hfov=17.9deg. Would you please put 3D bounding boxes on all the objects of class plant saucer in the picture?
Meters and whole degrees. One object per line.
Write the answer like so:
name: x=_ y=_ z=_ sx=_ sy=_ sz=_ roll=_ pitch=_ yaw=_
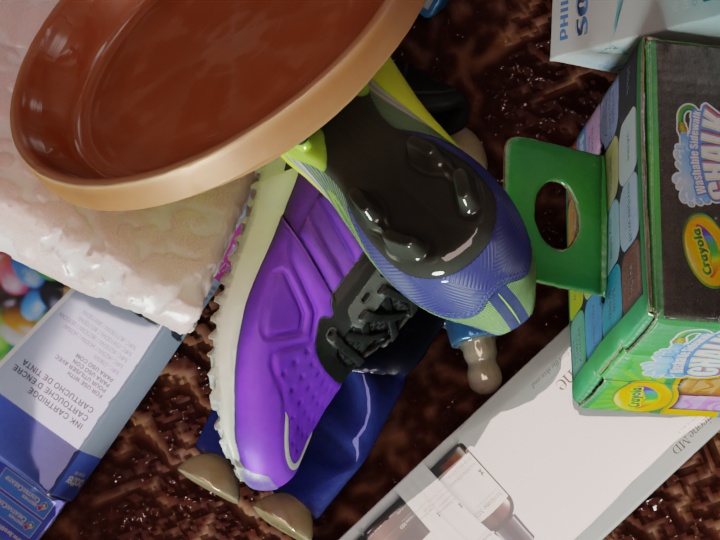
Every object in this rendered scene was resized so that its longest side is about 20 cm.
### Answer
plant saucer: x=-0.054 y=-0.100 z=0.937 sx=0.200 sy=0.200 sz=0.032 roll=-38 pitch=126 yaw=1

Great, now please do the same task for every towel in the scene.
towel: x=-0.131 y=-0.087 z=1.013 sx=0.199 sy=0.032 sz=0.192 roll=24 pitch=56 yaw=-2

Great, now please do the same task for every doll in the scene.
doll: x=0.002 y=0.023 z=1.035 sx=0.136 sy=0.048 sz=0.201 roll=26 pitch=80 yaw=17

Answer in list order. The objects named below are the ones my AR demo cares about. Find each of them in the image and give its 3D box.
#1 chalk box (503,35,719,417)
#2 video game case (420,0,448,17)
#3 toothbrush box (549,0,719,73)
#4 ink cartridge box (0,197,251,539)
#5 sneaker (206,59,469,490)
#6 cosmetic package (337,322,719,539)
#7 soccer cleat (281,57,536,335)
chalk box: x=0.153 y=-0.013 z=0.953 sx=0.199 sy=0.124 sz=0.126 roll=5 pitch=69 yaw=-8
video game case: x=-0.012 y=-0.228 z=1.035 sx=0.200 sy=0.018 sz=0.143 roll=40 pitch=133 yaw=9
toothbrush box: x=0.193 y=-0.130 z=0.938 sx=0.146 sy=0.200 sz=0.086 roll=7 pitch=83 yaw=-33
ink cartridge box: x=-0.146 y=0.018 z=1.052 sx=0.119 sy=0.042 sz=0.201 roll=34 pitch=89 yaw=14
sneaker: x=0.000 y=0.000 z=0.979 sx=0.099 sy=0.070 sz=0.201 roll=9 pitch=75 yaw=15
cosmetic package: x=0.071 y=0.101 z=1.018 sx=0.200 sy=0.051 sz=0.083 roll=-44 pitch=83 yaw=-1
soccer cleat: x=0.008 y=-0.044 z=0.930 sx=0.065 sy=0.084 sz=0.200 roll=-38 pitch=45 yaw=2
